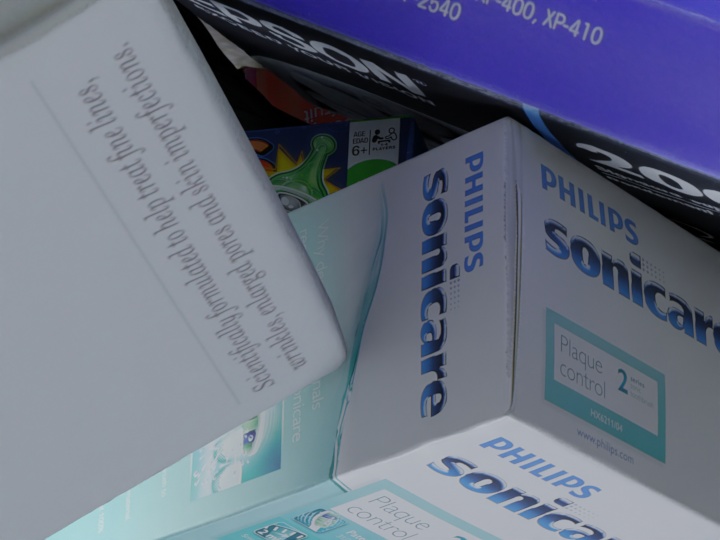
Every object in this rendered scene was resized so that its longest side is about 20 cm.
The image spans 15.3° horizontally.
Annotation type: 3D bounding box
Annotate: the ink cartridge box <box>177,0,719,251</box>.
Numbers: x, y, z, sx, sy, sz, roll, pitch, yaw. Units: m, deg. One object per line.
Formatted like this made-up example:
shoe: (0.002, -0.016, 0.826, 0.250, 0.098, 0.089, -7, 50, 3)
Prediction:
ink cartridge box: (0.040, -0.056, 0.680, 0.197, 0.044, 0.200, 22, 175, 23)

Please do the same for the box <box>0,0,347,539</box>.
box: (-0.131, -0.016, 0.577, 0.199, 0.131, 0.199, -30, 155, -2)

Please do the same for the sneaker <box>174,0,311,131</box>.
sneaker: (-0.065, -0.053, 0.793, 0.200, 0.091, 0.076, 28, 130, -37)

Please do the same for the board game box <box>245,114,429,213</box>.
board game box: (-0.025, 0.025, 0.797, 0.135, 0.035, 0.200, -5, 151, 14)

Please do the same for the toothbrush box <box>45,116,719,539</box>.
toothbrush box: (0.010, 0.053, 0.720, 0.199, 0.086, 0.146, -23, 143, 35)

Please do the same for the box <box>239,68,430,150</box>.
box: (0.000, 0.000, 0.969, 0.102, 0.095, 0.200, 10, 171, 2)
